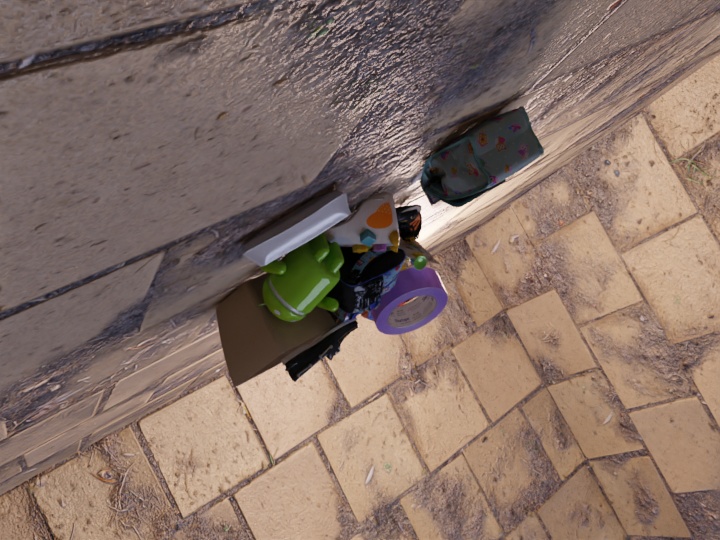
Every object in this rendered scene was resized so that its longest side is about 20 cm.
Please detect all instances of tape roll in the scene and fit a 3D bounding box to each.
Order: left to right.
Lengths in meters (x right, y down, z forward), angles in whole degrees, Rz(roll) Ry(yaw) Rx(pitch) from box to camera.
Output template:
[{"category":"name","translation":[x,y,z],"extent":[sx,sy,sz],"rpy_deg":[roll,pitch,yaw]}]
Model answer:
[{"category":"tape roll","translation":[0.120,0.079,1.781],"extent":[0.195,0.067,0.202],"rpy_deg":[-17,147,-12]}]

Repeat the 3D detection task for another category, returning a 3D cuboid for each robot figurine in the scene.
[{"category":"robot figurine","translation":[-0.120,0.019,1.441],"extent":[0.200,0.174,0.117],"rpy_deg":[-45,-145,16]}]

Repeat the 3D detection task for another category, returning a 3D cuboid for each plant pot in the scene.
[{"category":"plant pot","translation":[-0.208,0.114,1.590],"extent":[0.198,0.180,0.198],"rpy_deg":[-35,171,36]}]

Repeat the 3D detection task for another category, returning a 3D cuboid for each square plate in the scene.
[{"category":"square plate","translation":[-0.109,-0.075,1.234],"extent":[0.197,0.029,0.198],"rpy_deg":[-31,174,-1]}]

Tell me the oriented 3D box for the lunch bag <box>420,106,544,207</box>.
[{"category":"lunch bag","translation":[0.226,-0.210,1.371],"extent":[0.168,0.124,0.199],"rpy_deg":[-30,-177,-30]}]

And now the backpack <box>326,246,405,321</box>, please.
[{"category":"backpack","translation":[0.000,0.000,1.606],"extent":[0.197,0.181,0.138],"rpy_deg":[-26,133,-34]}]

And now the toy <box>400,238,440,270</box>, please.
[{"category":"toy","translation":[0.108,-0.047,1.764],"extent":[0.112,0.048,0.200],"rpy_deg":[12,-165,-25]}]

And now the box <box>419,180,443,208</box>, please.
[{"category":"box","translation":[0.231,-0.221,1.585],"extent":[0.197,0.065,0.070],"rpy_deg":[-31,174,5]}]

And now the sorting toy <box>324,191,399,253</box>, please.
[{"category":"sorting toy","translation":[-0.008,-0.082,1.504],"extent":[0.175,0.110,0.200],"rpy_deg":[-11,175,2]}]

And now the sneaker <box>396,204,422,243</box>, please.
[{"category":"sneaker","translation":[0.116,-0.111,1.719],"extent":[0.068,0.093,0.200],"rpy_deg":[-7,-177,16]}]

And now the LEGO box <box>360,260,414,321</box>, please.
[{"category":"LEGO box","translation":[0.053,0.009,1.900],"extent":[0.147,0.204,0.076],"rpy_deg":[-33,147,26]}]

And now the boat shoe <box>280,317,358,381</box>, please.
[{"category":"boat shoe","translation":[-0.081,0.174,1.567],"extent":[0.197,0.061,0.076],"rpy_deg":[-31,174,-13]}]

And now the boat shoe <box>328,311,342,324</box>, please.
[{"category":"boat shoe","translation":[-0.081,0.124,1.693],"extent":[0.066,0.074,0.200],"rpy_deg":[12,150,-22]}]
